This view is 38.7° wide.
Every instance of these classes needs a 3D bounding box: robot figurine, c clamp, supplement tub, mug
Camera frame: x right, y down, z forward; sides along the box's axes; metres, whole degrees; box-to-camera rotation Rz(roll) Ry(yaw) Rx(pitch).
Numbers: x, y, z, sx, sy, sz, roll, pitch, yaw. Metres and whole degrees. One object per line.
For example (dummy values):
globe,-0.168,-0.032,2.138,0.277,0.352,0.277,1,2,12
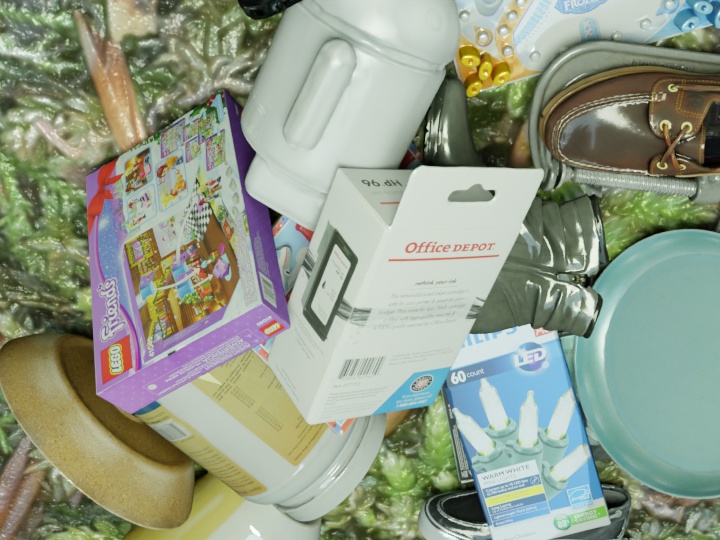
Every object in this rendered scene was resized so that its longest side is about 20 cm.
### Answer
robot figurine,-0.007,-0.128,0.674,0.112,0.170,0.202,28,113,0
c clamp,0.211,-0.086,0.766,0.197,0.027,0.173,10,125,-11
supplement tub,-0.089,0.094,0.822,0.144,0.145,0.200,-38,114,21
mug,-0.127,0.235,0.914,0.186,0.150,0.153,37,107,-27

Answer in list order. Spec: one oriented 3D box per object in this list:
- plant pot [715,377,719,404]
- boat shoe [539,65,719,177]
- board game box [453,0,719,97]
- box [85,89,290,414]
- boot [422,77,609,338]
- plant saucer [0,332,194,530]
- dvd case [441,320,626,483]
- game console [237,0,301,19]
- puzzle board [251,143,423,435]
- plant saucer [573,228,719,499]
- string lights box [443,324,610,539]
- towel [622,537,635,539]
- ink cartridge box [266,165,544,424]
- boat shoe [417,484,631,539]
plant pot,0.354,0.098,0.815,0.140,0.201,0.203,4,125,27
boat shoe,0.226,-0.100,0.707,0.196,0.071,0.071,-8,124,0
board game box,0.142,-0.233,0.694,0.197,0.026,0.202,-14,120,9
box,-0.128,-0.018,0.726,0.135,0.202,0.039,-27,141,17
boot,0.113,-0.046,0.752,0.128,0.068,0.204,-4,106,7
plant saucer,-0.196,0.115,0.813,0.035,0.201,0.200,-44,112,6
dvd case,0.172,0.113,0.905,0.196,0.022,0.148,-10,121,8
game console,-0.015,-0.276,0.600,0.198,0.178,0.117,-23,138,18
puzzle board,0.000,0.000,0.770,0.151,0.017,0.201,47,72,-24
plant saucer,0.254,0.071,0.788,0.027,0.201,0.201,2,130,-43
string lights box,0.131,0.121,0.851,0.101,0.059,0.203,-17,105,9
towel,0.239,0.369,0.957,0.030,0.201,0.151,-4,124,28
ink cartridge box,0.026,0.000,0.677,0.115,0.068,0.202,-3,130,-37
boat shoe,0.152,0.219,0.939,0.196,0.072,0.069,6,123,-6
